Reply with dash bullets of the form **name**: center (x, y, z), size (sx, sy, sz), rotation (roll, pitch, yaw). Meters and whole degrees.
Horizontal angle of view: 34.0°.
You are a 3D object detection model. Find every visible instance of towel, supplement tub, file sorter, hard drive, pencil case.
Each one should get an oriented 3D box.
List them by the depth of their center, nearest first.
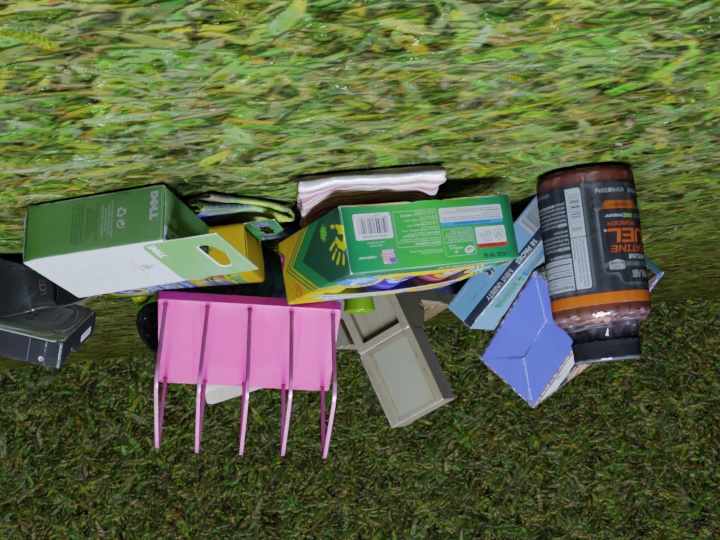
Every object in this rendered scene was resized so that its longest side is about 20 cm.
- **towel**: center (0.008, -0.070, 1.204), size (0.145, 0.030, 0.200), rotation (-7, 173, -3)
- **supplement tub**: center (0.248, -0.005, 1.240), size (0.106, 0.202, 0.107), rotation (-7, 174, -1)
- **towel**: center (-0.184, -0.048, 1.245), size (0.199, 0.023, 0.143), rotation (-11, 171, 35)
- **file sorter**: center (-0.125, 0.121, 1.282), size (0.198, 0.126, 0.140), rotation (4, 135, -6)
- **hard drive**: center (-0.435, 0.059, 1.424), size (0.198, 0.038, 0.140), rotation (12, -165, 2)
- **pencil case**: center (-0.152, 0.007, 1.426), size (0.092, 0.086, 0.200), rotation (31, -176, 12)

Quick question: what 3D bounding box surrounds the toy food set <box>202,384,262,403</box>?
- **toy food set**: center (-0.164, 0.082, 1.535), size (0.142, 0.200, 0.061), rotation (-16, 133, -18)

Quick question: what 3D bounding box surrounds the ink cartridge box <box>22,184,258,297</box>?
- **ink cartridge box**: center (-0.207, -0.030, 1.122), size (0.198, 0.060, 0.104), rotation (-8, 158, 15)

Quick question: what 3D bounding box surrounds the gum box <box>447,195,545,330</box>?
- **gum box**: center (0.204, -0.003, 1.463), size (0.170, 0.045, 0.200), rotation (-52, 159, 12)

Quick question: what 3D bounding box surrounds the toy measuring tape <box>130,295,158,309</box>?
- **toy measuring tape**: center (-0.221, 0.002, 1.495), size (0.073, 0.074, 0.200), rotation (-10, -173, 30)

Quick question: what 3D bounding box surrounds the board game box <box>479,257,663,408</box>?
- **board game box**: center (0.270, 0.057, 1.504), size (0.199, 0.097, 0.160), rotation (-25, 151, -48)

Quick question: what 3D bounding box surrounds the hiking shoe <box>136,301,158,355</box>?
- **hiking shoe**: center (-0.173, 0.085, 1.429), size (0.198, 0.076, 0.101), rotation (15, 179, 10)

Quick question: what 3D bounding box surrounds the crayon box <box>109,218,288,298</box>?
- **crayon box**: center (-0.178, -0.010, 1.256), size (0.198, 0.052, 0.126), rotation (-7, 173, 3)

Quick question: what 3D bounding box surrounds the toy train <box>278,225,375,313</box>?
- **toy train**: center (0.000, 0.000, 1.409), size (0.199, 0.117, 0.084), rotation (-1, 172, -36)

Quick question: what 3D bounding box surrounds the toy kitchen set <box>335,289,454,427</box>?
- **toy kitchen set**: center (0.044, 0.120, 1.544), size (0.162, 0.182, 0.200), rotation (-31, 163, 22)

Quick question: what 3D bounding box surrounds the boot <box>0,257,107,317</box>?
- **boot**: center (-0.377, 0.017, 1.444), size (0.198, 0.070, 0.174), rotation (0, -178, 5)

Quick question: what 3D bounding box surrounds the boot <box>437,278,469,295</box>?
- **boot**: center (0.100, -0.007, 1.521), size (0.074, 0.098, 0.200), rotation (-5, 173, -9)

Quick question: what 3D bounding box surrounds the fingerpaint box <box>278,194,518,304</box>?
- **fingerpaint box**: center (0.037, -0.020, 1.239), size (0.198, 0.074, 0.167), rotation (-5, 171, -27)
